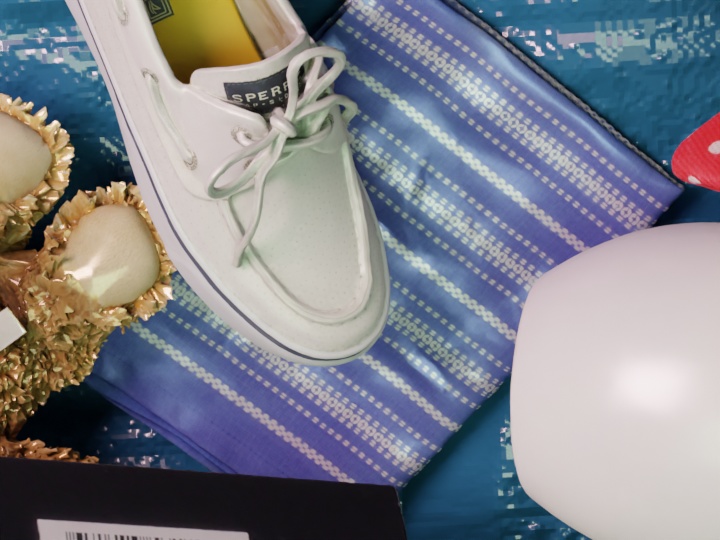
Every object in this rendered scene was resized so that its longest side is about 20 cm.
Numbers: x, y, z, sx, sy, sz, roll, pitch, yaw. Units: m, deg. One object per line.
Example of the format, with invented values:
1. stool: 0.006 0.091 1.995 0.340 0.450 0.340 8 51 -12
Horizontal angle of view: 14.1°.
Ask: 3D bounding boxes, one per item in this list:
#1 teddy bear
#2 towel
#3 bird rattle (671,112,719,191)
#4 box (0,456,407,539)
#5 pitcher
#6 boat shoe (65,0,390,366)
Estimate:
1. teddy bear: -0.145 0.029 1.053 0.144 0.067 0.201 21 113 2
2. towel: 0.000 0.000 1.064 0.145 0.024 0.200 37 110 -16
3. bird rattle: 0.209 -0.042 0.949 0.163 0.200 0.113 33 108 20
4. box: -0.097 0.173 1.044 0.196 0.118 0.201 6 135 -17
5. pitcher: 0.165 0.048 1.033 0.199 0.171 0.122 3 86 18
6. boat shoe: -0.036 -0.059 0.975 0.074 0.086 0.203 -28 101 -22
